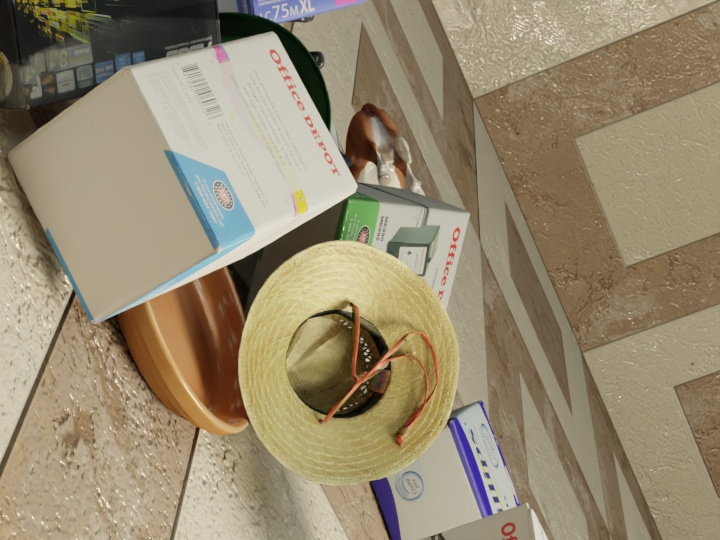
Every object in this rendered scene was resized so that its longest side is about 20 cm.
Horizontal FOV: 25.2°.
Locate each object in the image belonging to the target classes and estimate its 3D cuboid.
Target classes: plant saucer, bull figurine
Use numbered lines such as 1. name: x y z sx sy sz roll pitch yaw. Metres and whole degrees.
1. plant saucer: -0.135 0.029 1.191 0.200 0.037 0.202 -21 90 -76
2. bull figurine: 0.016 -0.067 1.620 0.122 0.065 0.201 -123 -156 -47

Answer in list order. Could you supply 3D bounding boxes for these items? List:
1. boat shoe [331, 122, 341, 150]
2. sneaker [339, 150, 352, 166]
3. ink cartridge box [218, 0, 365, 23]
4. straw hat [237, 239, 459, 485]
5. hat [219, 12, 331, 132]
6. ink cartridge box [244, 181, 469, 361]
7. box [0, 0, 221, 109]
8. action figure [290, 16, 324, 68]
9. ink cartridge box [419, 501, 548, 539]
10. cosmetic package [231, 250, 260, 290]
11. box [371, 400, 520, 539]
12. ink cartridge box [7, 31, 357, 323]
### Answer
1. boat shoe: -0.045 -0.095 1.687 0.201 0.071 0.066 -98 163 -61
2. sneaker: -0.063 -0.096 1.473 0.074 0.082 0.200 45 -3 -8
3. ink cartridge box: -0.081 -0.250 1.434 0.199 0.118 0.042 17 -59 54
4. straw hat: -0.026 0.074 1.278 0.085 0.200 0.203 0 -64 60
5. hat: -0.145 -0.120 1.188 0.176 0.198 0.168 -3 106 -65
6. ink cartridge box: 0.000 0.000 1.417 0.199 0.084 0.148 2 105 -55
7. box: -0.178 -0.204 1.073 0.199 0.049 0.163 -23 114 -51
8. action figure: -0.111 -0.179 1.474 0.200 0.101 0.120 -48 127 -53
9. ink cartridge box: 0.062 0.287 1.247 0.146 0.198 0.084 -93 158 -52
10. cosmetic package: -0.079 -0.016 1.457 0.200 0.050 0.083 57 19 -45
11. box: 0.098 0.247 1.672 0.200 0.104 0.186 -8 78 -76
12. ink cartridge box: -0.109 -0.068 1.087 0.200 0.125 0.129 -26 88 -57
